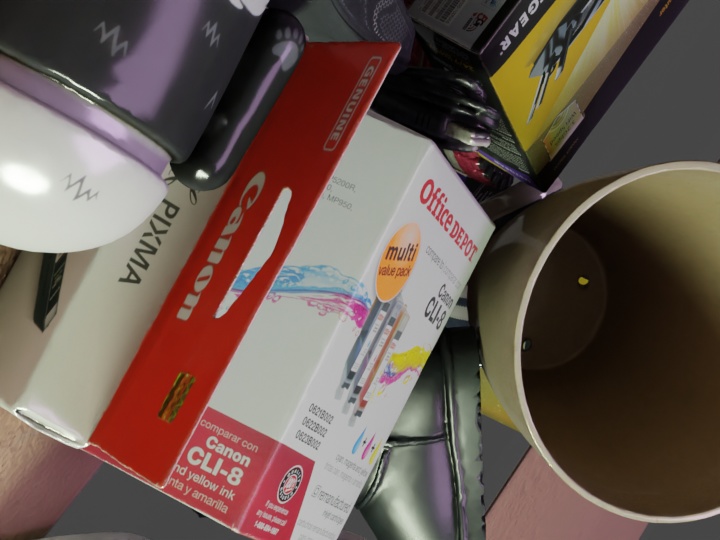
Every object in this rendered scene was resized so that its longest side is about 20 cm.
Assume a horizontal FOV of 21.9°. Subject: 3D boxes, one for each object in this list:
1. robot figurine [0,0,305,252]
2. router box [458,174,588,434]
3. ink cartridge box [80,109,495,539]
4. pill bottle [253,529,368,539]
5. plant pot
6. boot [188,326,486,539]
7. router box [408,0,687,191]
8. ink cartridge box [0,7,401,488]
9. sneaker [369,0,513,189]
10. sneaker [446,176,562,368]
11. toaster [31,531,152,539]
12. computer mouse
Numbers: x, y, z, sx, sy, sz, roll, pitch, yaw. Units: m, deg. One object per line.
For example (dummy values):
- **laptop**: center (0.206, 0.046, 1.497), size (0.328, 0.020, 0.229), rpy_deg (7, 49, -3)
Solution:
- **robot figurine**: center (-0.100, -0.105, 0.683), size (0.201, 0.150, 0.125), rpy_deg (-63, 176, -5)
- **router box**: center (0.121, 0.035, 1.324), size (0.052, 0.157, 0.201), rpy_deg (-50, 154, -34)
- **ink cartridge box**: center (-0.050, 0.016, 0.905), size (0.201, 0.144, 0.145), rpy_deg (-63, 159, -6)
- **pill bottle**: center (-0.043, 0.285, 1.262), size (0.120, 0.119, 0.201), rpy_deg (-32, 142, -55)
- **plant pot**: center (0.136, 0.026, 1.045), size (0.188, 0.187, 0.200), rpy_deg (-64, -161, -2)
- **boot**: center (-0.014, 0.125, 1.046), size (0.076, 0.167, 0.201), rpy_deg (-93, 180, -70)
- **router box**: center (0.121, -0.163, 1.005), size (0.200, 0.052, 0.157), rpy_deg (-53, 151, -8)
- **ink cartridge box**: center (-0.082, -0.021, 0.770), size (0.043, 0.173, 0.201), rpy_deg (31, 82, -25)
- **sneaker**: center (0.033, -0.110, 1.078), size (0.081, 0.074, 0.200), rpy_deg (-64, 148, -17)
- **sneaker**: center (0.088, 0.010, 1.208), size (0.075, 0.085, 0.200), rpy_deg (-24, 165, -32)
- **toaster**: center (-0.140, 0.212, 0.945), size (0.200, 0.113, 0.130), rpy_deg (6, 106, -60)
- **computer mouse**: center (-0.020, -0.124, 0.851), size (0.053, 0.138, 0.200), rpy_deg (-52, 147, -14)
